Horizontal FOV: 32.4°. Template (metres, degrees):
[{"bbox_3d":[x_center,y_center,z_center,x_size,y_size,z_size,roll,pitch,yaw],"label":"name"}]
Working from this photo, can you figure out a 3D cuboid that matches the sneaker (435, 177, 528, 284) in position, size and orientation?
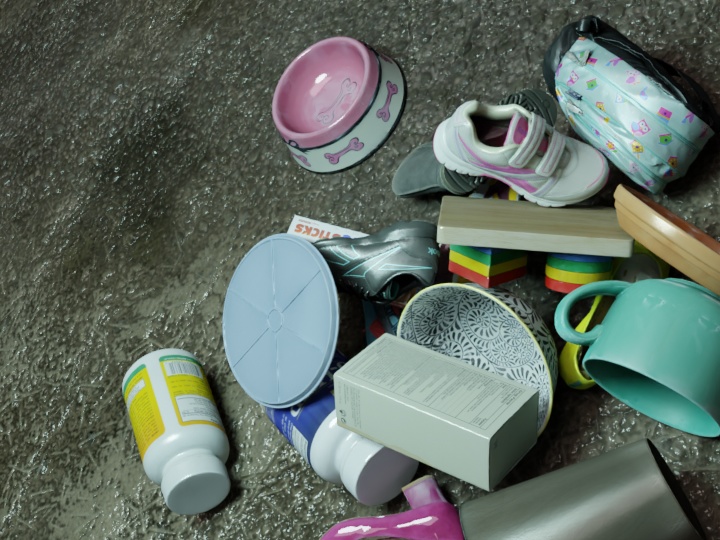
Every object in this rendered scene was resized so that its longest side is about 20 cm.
[{"bbox_3d":[0.158,-0.042,1.476,0.090,0.075,0.201,21,79,48],"label":"sneaker"}]

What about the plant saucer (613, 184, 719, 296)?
[{"bbox_3d":[0.336,-0.019,1.251,0.038,0.199,0.200,-57,45,13],"label":"plant saucer"}]

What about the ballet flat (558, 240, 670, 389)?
[{"bbox_3d":[0.282,0.041,1.335,0.067,0.067,0.201,32,88,-1],"label":"ballet flat"}]

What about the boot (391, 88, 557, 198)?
[{"bbox_3d":[0.135,-0.149,1.521,0.181,0.073,0.200,-34,4,-9],"label":"boot"}]

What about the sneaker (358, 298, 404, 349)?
[{"bbox_3d":[0.051,0.048,1.518,0.095,0.079,0.201,-13,60,9],"label":"sneaker"}]

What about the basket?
[{"bbox_3d":[0.222,0.260,1.214,0.199,0.136,0.181,-32,57,12],"label":"basket"}]

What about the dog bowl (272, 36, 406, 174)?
[{"bbox_3d":[-0.039,-0.240,1.742,0.199,0.074,0.201,-19,54,28],"label":"dog bowl"}]

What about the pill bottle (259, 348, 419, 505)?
[{"bbox_3d":[-0.023,0.178,1.449,0.120,0.120,0.200,-50,47,1],"label":"pill bottle"}]

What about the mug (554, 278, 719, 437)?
[{"bbox_3d":[0.303,0.070,1.227,0.152,0.185,0.115,11,66,57],"label":"mug"}]

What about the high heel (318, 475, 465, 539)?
[{"bbox_3d":[0.023,0.316,1.373,0.199,0.067,0.096,-31,44,4],"label":"high heel"}]

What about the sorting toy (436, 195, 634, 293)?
[{"bbox_3d":[0.183,-0.026,1.347,0.198,0.199,0.070,5,103,5],"label":"sorting toy"}]

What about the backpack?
[{"bbox_3d":[0.309,-0.183,1.409,0.127,0.166,0.200,-56,47,18],"label":"backpack"}]

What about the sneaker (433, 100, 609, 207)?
[{"bbox_3d":[0.181,-0.131,1.368,0.198,0.088,0.082,14,72,-1],"label":"sneaker"}]

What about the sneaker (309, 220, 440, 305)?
[{"bbox_3d":[0.000,0.000,1.437,0.199,0.075,0.080,-14,67,23],"label":"sneaker"}]

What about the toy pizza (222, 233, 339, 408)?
[{"bbox_3d":[-0.088,0.058,1.437,0.199,0.032,0.202,-6,82,45],"label":"toy pizza"}]

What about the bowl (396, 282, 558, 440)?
[{"bbox_3d":[0.146,0.088,1.368,0.200,0.202,0.094,5,27,38],"label":"bowl"}]

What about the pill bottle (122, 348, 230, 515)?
[{"bbox_3d":[-0.232,0.208,1.592,0.113,0.113,0.201,-38,48,12],"label":"pill bottle"}]

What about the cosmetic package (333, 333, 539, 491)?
[{"bbox_3d":[0.079,0.146,1.319,0.199,0.074,0.103,21,38,33],"label":"cosmetic package"}]

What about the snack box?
[{"bbox_3d":[-0.010,-0.011,1.506,0.199,0.024,0.072,16,75,31],"label":"snack box"}]
